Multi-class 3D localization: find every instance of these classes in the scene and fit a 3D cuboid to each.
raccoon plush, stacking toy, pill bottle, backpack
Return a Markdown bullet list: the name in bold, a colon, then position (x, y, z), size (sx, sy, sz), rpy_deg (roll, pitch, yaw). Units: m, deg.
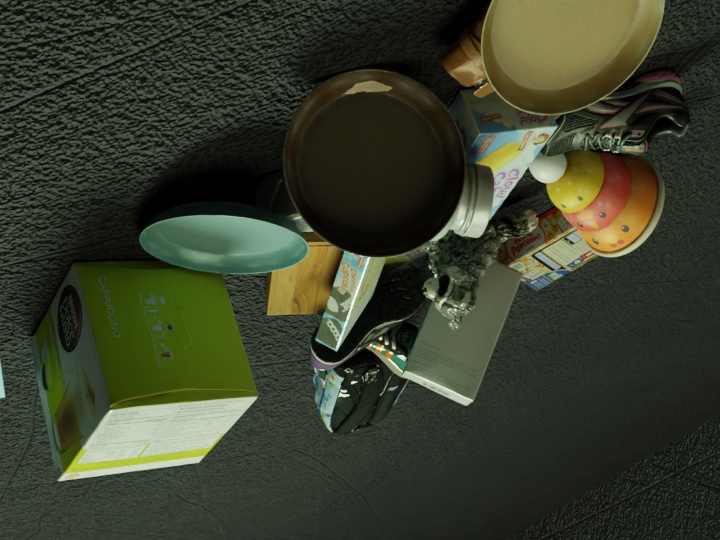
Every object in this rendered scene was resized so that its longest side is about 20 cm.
- **raccoon plush**: position (0.172, -0.008, 1.535), size (0.198, 0.135, 0.097), rpy_deg (-19, 154, -5)
- **stacking toy**: position (0.297, -0.114, 1.523), size (0.198, 0.147, 0.146), rpy_deg (21, 135, -32)
- **pill bottle**: position (0.045, -0.093, 1.277), size (0.197, 0.110, 0.109), rpy_deg (9, 148, -11)
- **backpack**: position (-0.001, 0.179, 1.841), size (0.162, 0.154, 0.202), rpy_deg (-15, 131, -28)

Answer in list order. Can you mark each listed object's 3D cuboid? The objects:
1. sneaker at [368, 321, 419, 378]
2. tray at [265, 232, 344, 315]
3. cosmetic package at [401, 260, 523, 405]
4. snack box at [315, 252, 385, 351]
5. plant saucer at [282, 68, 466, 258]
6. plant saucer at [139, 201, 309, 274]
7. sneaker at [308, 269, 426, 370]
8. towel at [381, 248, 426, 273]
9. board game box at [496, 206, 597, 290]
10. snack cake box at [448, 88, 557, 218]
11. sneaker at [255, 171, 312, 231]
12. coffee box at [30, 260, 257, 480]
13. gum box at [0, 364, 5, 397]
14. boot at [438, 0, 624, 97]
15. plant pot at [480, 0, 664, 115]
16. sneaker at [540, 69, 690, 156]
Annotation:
- **sneaker**: position (0.041, 0.094, 1.688), size (0.199, 0.072, 0.079), rpy_deg (35, 150, -29)
- **tray**: position (-0.072, 0.000, 1.504), size (0.097, 0.037, 0.201), rpy_deg (-1, 152, -9)
- **cosmetic package**: position (0.145, 0.078, 1.630), size (0.112, 0.202, 0.081), rpy_deg (24, 170, 3)
- **snack box**: position (0.000, 0.000, 1.467), size (0.117, 0.037, 0.201), rpy_deg (-56, 170, -43)
- **plant saucer**: position (0.013, -0.112, 1.201), size (0.198, 0.203, 0.032), rpy_deg (-14, 176, -14)
- **plant saucer**: position (-0.158, -0.039, 1.326), size (0.197, 0.028, 0.200), rpy_deg (2, 162, 1)
- **sneaker**: position (0.005, 0.070, 1.617), size (0.199, 0.076, 0.088), rpy_deg (-32, 168, -18)
- **towel**: position (0.060, -0.039, 1.571), size (0.198, 0.023, 0.144), rpy_deg (-26, 154, 9)
- **board game box**: position (0.318, -0.050, 1.724), size (0.199, 0.047, 0.151), rpy_deg (-31, 153, 20)
- **snack cake box**: position (0.142, -0.137, 1.386), size (0.114, 0.068, 0.201), rpy_deg (-7, 152, -25)
- **sneaker**: position (-0.031, -0.087, 1.360), size (0.198, 0.071, 0.080), rpy_deg (-7, 158, -12)
- **coffee box**: position (-0.275, 0.121, 1.415), size (0.198, 0.202, 0.198), rpy_deg (-1, 148, -36)
- **gum box**: position (-0.547, 0.127, 1.398), size (0.198, 0.045, 0.170), rpy_deg (-11, 153, -20)
- **boot**: position (0.190, -0.230, 1.210), size (0.155, 0.077, 0.199), rpy_deg (-40, 144, 23)
- **plant pot**: position (0.209, -0.250, 1.132), size (0.197, 0.028, 0.202), rpy_deg (-11, 131, -13)
- **sneaker**: position (0.322, -0.181, 1.416), size (0.198, 0.087, 0.080), rpy_deg (-22, 154, 2)
